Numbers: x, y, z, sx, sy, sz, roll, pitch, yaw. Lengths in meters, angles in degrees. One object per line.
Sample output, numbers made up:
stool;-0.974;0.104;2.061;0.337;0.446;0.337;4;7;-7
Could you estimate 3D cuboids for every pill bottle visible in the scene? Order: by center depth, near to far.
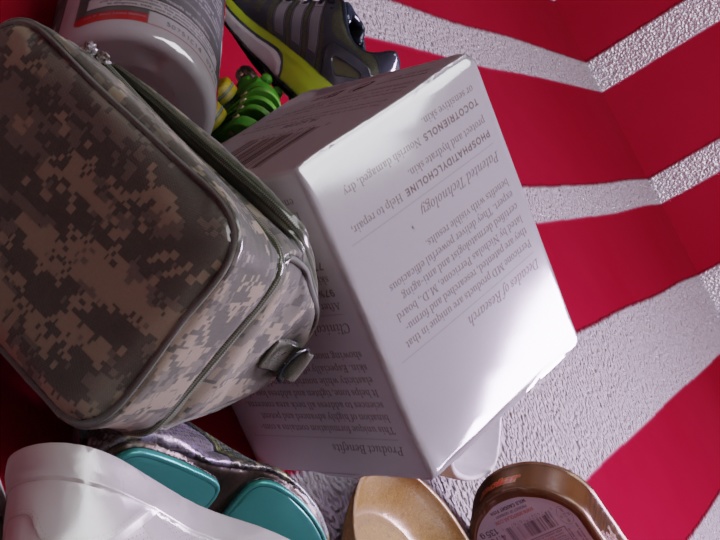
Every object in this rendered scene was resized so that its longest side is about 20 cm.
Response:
pill bottle;-0.147;-0.163;0.939;0.114;0.113;0.201;46;26;-32

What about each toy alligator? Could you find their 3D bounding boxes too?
toy alligator;-0.077;-0.115;0.999;0.059;0.054;0.201;50;23;-21

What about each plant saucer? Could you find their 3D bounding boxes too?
plant saucer;0.040;0.232;0.973;0.201;0.035;0.201;49;24;-30

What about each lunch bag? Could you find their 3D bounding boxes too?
lunch bag;-0.123;-0.018;0.735;0.200;0.140;0.168;42;5;20

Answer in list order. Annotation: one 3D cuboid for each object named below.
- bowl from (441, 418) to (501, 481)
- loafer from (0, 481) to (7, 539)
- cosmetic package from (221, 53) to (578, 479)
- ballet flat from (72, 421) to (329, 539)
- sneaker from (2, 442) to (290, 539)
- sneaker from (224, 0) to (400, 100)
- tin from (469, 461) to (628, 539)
bowl;0.062;0.061;1.100;0.199;0.074;0.203;21;69;-72
loafer;-0.183;0.103;0.582;0.201;0.069;0.070;58;13;-9
cosmetic package;0.000;0.000;0.877;0.166;0.166;0.202;-37;111;-38
ballet flat;-0.088;0.119;0.792;0.200;0.071;0.073;39;29;-46
sneaker;-0.079;0.165;0.607;0.199;0.073;0.117;34;43;-39
sneaker;-0.042;-0.175;1.053;0.200;0.081;0.074;48;-3;28
tin;0.166;0.245;1.144;0.201;0.111;0.042;53;32;-16
